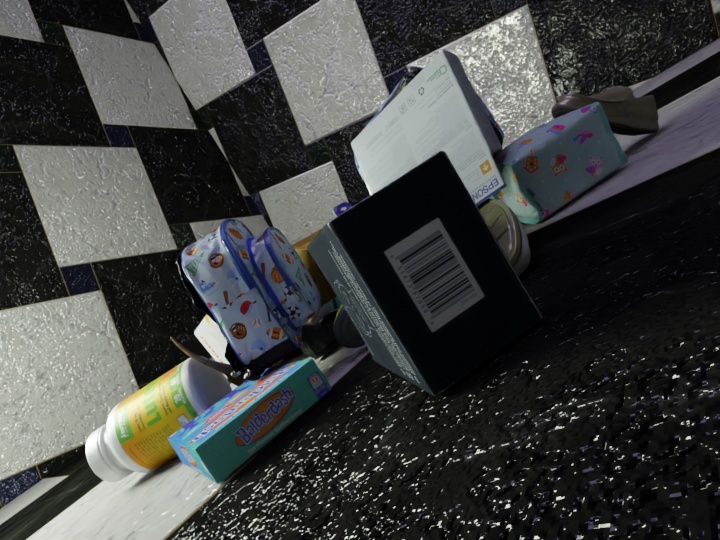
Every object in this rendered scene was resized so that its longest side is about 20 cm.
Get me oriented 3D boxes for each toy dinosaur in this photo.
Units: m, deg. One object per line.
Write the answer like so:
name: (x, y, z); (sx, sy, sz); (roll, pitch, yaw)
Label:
toy dinosaur: (-0.179, 0.153, 0.777); (0.105, 0.061, 0.200); (-2, -23, 27)

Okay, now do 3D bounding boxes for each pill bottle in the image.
pill bottle: (-0.293, 0.222, 0.764); (0.199, 0.112, 0.111); (-32, 4, 6)

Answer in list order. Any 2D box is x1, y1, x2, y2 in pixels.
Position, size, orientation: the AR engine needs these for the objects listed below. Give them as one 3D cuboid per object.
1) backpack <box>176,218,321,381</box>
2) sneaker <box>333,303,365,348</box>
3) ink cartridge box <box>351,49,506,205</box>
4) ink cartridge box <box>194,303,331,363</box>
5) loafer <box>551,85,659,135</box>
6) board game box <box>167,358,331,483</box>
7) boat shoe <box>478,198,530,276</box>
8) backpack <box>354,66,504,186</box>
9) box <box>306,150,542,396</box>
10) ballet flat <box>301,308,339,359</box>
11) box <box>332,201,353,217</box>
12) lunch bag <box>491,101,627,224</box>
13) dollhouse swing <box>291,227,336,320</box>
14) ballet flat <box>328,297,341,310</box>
backpack: (-0.147, 0.023, 0.709); (0.154, 0.191, 0.200); (-40, 9, -1)
sneaker: (0.051, 0.033, 0.651); (0.199, 0.074, 0.081); (-35, 7, 4)
ink cartridge box: (0.087, -0.143, 0.694); (0.043, 0.202, 0.196); (-4, -22, -44)
ink cartridge box: (-0.186, 0.096, 0.977); (0.146, 0.147, 0.200); (-38, -4, -45)
loafer: (0.399, -0.265, 0.854); (0.198, 0.069, 0.076); (3, 3, -21)
board game box: (-0.138, 0.172, 0.619); (0.152, 0.045, 0.200); (-35, 4, -31)
boat shoe: (0.159, -0.042, 0.625); (0.075, 0.068, 0.200); (-49, 22, 17)
backpack: (0.098, -0.192, 0.820); (0.200, 0.183, 0.134); (-43, -4, 39)
box: (0.039, 0.006, 0.470); (0.107, 0.149, 0.200); (-33, 4, -11)
ballet flat: (-0.054, 0.091, 0.872); (0.066, 0.057, 0.200); (-32, 3, 12)
box: (0.003, -0.051, 1.119); (0.041, 0.201, 0.119); (-36, 1, 29)
lunch bag: (0.281, -0.160, 0.830); (0.170, 0.123, 0.200); (-34, 9, -5)
dollhouse swing: (0.000, 0.000, 0.854); (0.175, 0.183, 0.200); (18, 31, 27)
ballet flat: (-0.033, 0.065, 1.089); (0.074, 0.075, 0.199); (-35, 6, -35)
